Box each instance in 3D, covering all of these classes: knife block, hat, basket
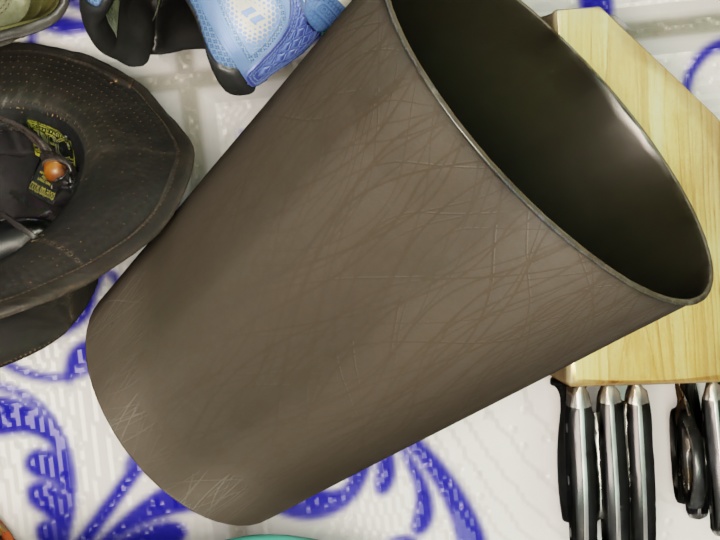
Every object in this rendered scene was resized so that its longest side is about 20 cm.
[{"bbox_3d":[0.101,0.014,0.841,0.200,0.064,0.176,43,88,-5],"label":"knife block"},{"bbox_3d":[-0.161,-0.007,0.788,0.200,0.201,0.081,-6,128,-4],"label":"hat"},{"bbox_3d":[0.000,0.000,0.767,0.200,0.136,0.180,-37,124,26],"label":"basket"}]

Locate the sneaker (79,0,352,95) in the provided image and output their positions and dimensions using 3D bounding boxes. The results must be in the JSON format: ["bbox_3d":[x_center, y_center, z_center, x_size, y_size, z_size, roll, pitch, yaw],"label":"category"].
[{"bbox_3d":[-0.090,-0.135,0.775,0.200,0.079,0.089,39,87,33],"label":"sneaker"}]

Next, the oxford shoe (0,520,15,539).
[{"bbox_3d":[-0.189,0.105,0.817,0.071,0.073,0.200,-27,95,-2],"label":"oxford shoe"}]

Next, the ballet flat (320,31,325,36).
[{"bbox_3d":[-0.006,-0.184,0.825,0.070,0.067,0.201,-6,91,10],"label":"ballet flat"}]

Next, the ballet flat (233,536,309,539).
[{"bbox_3d":[-0.071,0.136,0.817,0.200,0.070,0.068,3,98,-30],"label":"ballet flat"}]

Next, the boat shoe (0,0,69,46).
[{"bbox_3d":[-0.205,-0.117,0.768,0.200,0.066,0.072,0,95,-36],"label":"boat shoe"}]
